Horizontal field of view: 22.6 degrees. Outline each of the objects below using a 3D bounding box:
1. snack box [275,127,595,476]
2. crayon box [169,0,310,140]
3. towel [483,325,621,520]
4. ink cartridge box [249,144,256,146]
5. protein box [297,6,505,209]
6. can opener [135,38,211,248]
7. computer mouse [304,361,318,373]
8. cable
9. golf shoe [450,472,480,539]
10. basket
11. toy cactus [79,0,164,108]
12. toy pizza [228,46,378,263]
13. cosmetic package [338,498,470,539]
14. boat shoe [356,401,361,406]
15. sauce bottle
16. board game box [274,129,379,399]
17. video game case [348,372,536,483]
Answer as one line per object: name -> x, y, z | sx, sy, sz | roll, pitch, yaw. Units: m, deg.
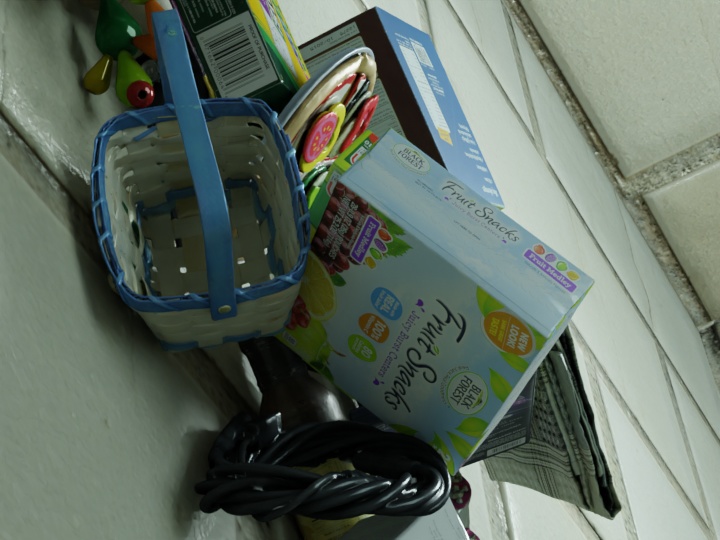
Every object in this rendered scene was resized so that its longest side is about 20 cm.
snack box -> 0.043, 0.026, 1.205 | 0.169, 0.200, 0.068 | 38, 57, 8
crayon box -> -0.101, -0.206, 1.404 | 0.200, 0.058, 0.173 | 67, 9, 10
towel -> 0.131, 0.108, 1.506 | 0.200, 0.035, 0.193 | 8, -62, 63
ink cartridge box -> -0.108, -0.156, 1.539 | 0.200, 0.050, 0.109 | 63, 16, -3
protein box -> 0.024, -0.128, 1.765 | 0.200, 0.135, 0.199 | 67, 15, 7
can opener -> -0.127, -0.095, 1.353 | 0.079, 0.063, 0.200 | 43, 26, -55
computer mouse -> 0.006, 0.080, 1.453 | 0.200, 0.046, 0.141 | 4, 51, -39
cable -> -0.023, 0.138, 1.178 | 0.200, 0.163, 0.051 | -49, 149, -82
golf shoe -> 0.059, 0.231, 1.486 | 0.200, 0.075, 0.092 | -98, -171, -66
basket -> -0.105, -0.046, 1.171 | 0.200, 0.139, 0.176 | 96, -17, -54
toy cactus -> -0.195, -0.207, 1.298 | 0.200, 0.102, 0.165 | 61, -3, -5
toy pizza -> -0.041, -0.084, 1.402 | 0.032, 0.200, 0.200 | 34, 12, 10
cosmetic package -> 0.010, 0.238, 1.170 | 0.200, 0.081, 0.113 | -30, 95, -57
boat shoe -> 0.019, 0.059, 1.544 | 0.072, 0.076, 0.200 | 158, -89, -81
sauce bottle -> -0.034, 0.131, 1.310 | 0.200, 0.065, 0.065 | 68, 16, 8
board game box -> 0.000, 0.000, 1.318 | 0.102, 0.200, 0.048 | 38, 49, 7
video game case -> 0.065, 0.121, 1.389 | 0.200, 0.143, 0.019 | 81, -11, -67
